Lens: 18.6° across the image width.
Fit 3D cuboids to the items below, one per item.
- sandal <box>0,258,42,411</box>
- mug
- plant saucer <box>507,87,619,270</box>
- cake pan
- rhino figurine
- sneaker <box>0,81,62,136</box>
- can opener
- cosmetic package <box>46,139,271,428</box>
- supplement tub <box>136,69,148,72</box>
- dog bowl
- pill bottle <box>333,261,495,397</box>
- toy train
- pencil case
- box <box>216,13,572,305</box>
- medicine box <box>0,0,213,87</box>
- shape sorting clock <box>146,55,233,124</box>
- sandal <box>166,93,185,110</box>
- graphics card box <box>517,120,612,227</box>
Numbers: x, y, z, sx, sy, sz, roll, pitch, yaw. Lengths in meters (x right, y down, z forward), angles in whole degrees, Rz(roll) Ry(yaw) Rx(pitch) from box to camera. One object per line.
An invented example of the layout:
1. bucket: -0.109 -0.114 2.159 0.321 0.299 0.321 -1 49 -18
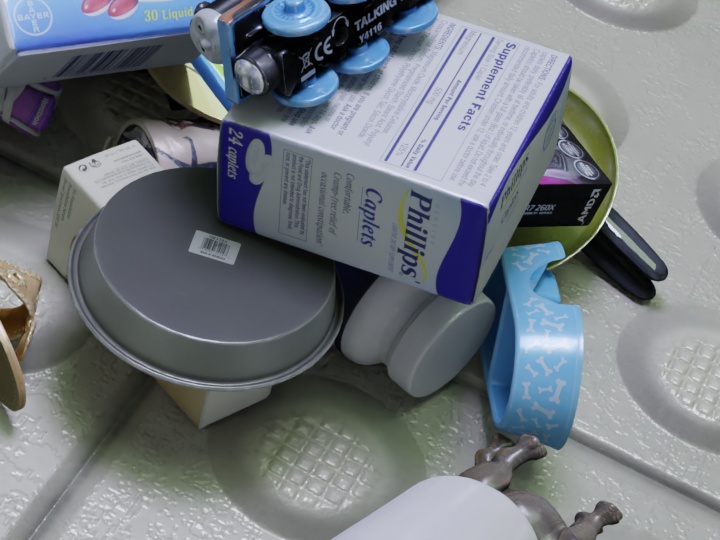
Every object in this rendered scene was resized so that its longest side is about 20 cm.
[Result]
1. sandal: -0.268 0.010 1.607 0.070 0.078 0.212 -21 51 -29
2. mug: 0.051 0.230 1.482 0.149 0.187 0.153 1 23 29
3. plant saucer: 0.114 -0.073 1.821 0.200 0.031 0.200 -4 63 7
4. cake pan: -0.106 -0.001 1.560 0.200 0.037 0.200 9 45 -9
5. rhino figurine: 0.144 0.201 1.576 0.200 0.060 0.087 40 63 20
6. sneaker: -0.294 -0.153 1.706 0.114 0.073 0.200 30 7 15
7. can opener: 0.182 -0.054 1.854 0.079 0.063 0.200 -33 63 -26
8. cosmetic package: -0.144 0.009 1.637 0.071 0.105 0.200 -24 57 -35
9. supplement tub: -0.163 -0.226 1.860 0.200 0.123 0.123 4 44 -18
10. dog bowl: 0.126 0.053 1.671 0.050 0.112 0.200 6 29 -6
11. pill bottle: 0.000 0.000 1.691 0.200 0.116 0.116 40 46 21
12. toy train: -0.031 -0.187 1.528 0.114 0.087 0.200 26 50 34
13. pencil case: -0.104 -0.097 1.781 0.200 0.078 0.089 -11 31 -30
14. box: 0.025 -0.094 1.570 0.200 0.105 0.184 19 46 13
15. medicine box: -0.216 -0.252 1.667 0.182 0.103 0.200 -11 82 -28
16. shape sorting clock: -0.086 -0.198 1.783 0.200 0.039 0.200 3 64 -7
17. sandal: -0.063 -0.171 1.823 0.200 0.075 0.048 -11 93 -15
18. graphics card box: 0.084 -0.089 1.718 0.200 0.051 0.125 0 42 -35
